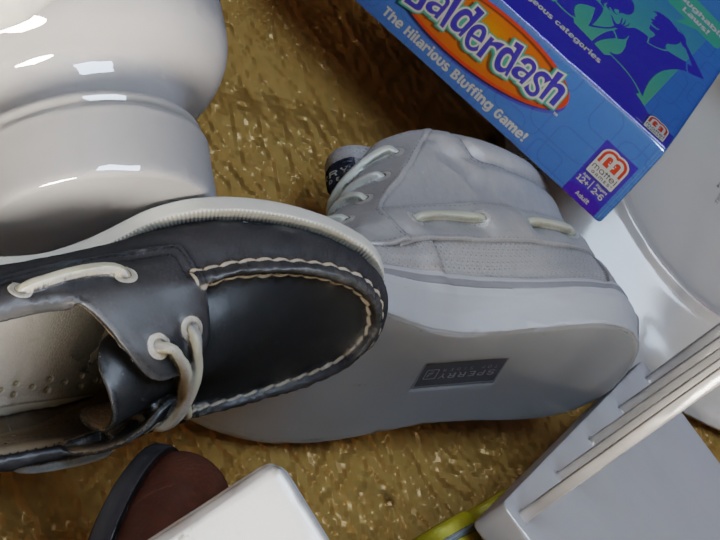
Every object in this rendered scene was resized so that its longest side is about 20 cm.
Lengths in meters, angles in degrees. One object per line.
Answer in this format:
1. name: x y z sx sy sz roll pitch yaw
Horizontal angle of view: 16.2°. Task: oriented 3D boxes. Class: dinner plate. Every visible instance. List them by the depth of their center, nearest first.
1. dinner plate: 0.142 -0.026 1.027 0.199 0.024 0.201 22 52 -30

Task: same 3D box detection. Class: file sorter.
1. file sorter: 0.150 0.081 0.843 0.139 0.124 0.200 54 21 2

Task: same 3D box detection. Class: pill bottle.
1. pill bottle: -0.103 -0.098 0.799 0.111 0.112 0.201 7 59 -37

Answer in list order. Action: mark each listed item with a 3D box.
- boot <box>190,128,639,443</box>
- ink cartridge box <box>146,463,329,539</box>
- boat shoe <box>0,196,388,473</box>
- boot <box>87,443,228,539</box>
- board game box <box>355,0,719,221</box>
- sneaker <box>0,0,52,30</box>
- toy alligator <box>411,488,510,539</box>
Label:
1. boot: 0.000 0.000 0.866 0.199 0.074 0.096 4 45 -39
2. ink cartridge box: -0.050 0.184 0.627 0.196 0.043 0.201 -32 86 -4
3. boat shoe: -0.080 0.024 0.730 0.198 0.074 0.060 -1 30 -22
4. boot: 0.018 0.132 0.694 0.069 0.198 0.189 71 18 -53
5. board game box: 0.078 -0.122 0.985 0.152 0.045 0.200 42 34 -1
6. sneaker: -0.170 -0.138 0.720 0.199 0.081 0.076 20 73 15
7. toy alligator: 0.046 0.109 0.834 0.060 0.054 0.200 59 23 8
